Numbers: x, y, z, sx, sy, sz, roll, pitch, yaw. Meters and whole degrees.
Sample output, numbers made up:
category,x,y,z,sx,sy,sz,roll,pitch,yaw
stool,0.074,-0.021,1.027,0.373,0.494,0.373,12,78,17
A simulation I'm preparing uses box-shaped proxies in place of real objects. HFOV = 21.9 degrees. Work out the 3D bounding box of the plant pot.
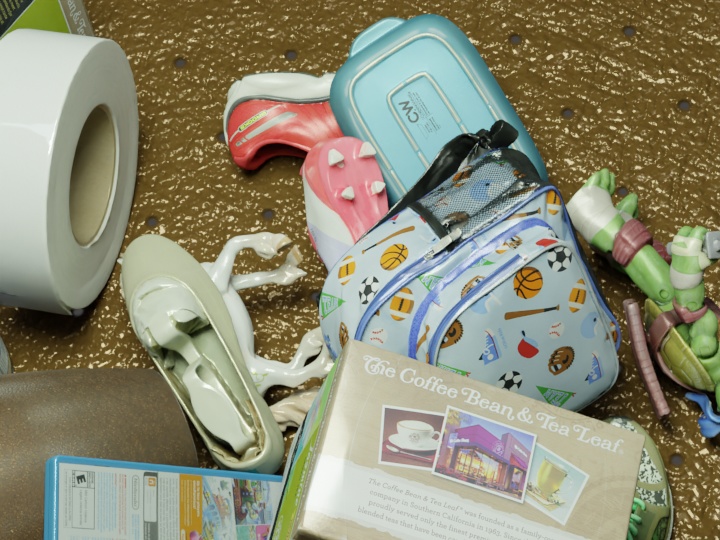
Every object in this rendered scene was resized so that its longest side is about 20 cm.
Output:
category,x,y,z,sx,sy,sz,roll,pitch,yaw
plant pot,-0.218,0.144,1.280,0.198,0.188,0.188,-20,60,-22

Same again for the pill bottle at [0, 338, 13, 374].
category,x,y,z,sx,sy,sz,roll,pitch,yaw
pill bottle,-0.321,0.043,1.319,0.110,0.201,0.113,-3,61,5

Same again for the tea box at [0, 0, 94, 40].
category,x,y,z,sx,sy,sz,roll,pitch,yaw
tea box,-0.322,-0.179,1.433,0.133,0.201,0.197,31,67,21

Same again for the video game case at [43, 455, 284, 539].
category,x,y,z,sx,sy,sz,roll,pitch,yaw
video game case,-0.116,0.202,1.232,0.198,0.018,0.145,10,69,-33

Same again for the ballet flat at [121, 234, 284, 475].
category,x,y,z,sx,sy,sz,roll,pitch,yaw
ballet flat,-0.117,0.059,1.312,0.069,0.070,0.201,-30,79,-11

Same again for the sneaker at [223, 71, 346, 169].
category,x,y,z,sx,sy,sz,roll,pitch,yaw
sneaker,-0.008,-0.107,1.456,0.197,0.077,0.086,-2,80,7

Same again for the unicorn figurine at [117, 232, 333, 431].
category,x,y,z,sx,sy,sz,roll,pitch,yaw
unicorn figurine,-0.098,0.032,1.372,0.136,0.074,0.202,-25,67,4

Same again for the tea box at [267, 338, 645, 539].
category,x,y,z,sx,sy,sz,roll,pitch,yaw
tea box,0.050,0.164,1.191,0.198,0.197,0.135,18,62,-4

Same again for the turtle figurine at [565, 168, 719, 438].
category,x,y,z,sx,sy,sz,roll,pitch,yaw
turtle figurine,0.251,-0.005,1.325,0.143,0.201,0.194,-14,49,-42

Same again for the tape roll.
category,x,y,z,sx,sy,sz,roll,pitch,yaw
tape roll,-0.227,-0.073,1.375,0.070,0.203,0.204,8,62,9

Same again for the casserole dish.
category,x,y,z,sx,sy,sz,roll,pitch,yaw
casserole dish,0.059,-0.099,1.401,0.120,0.039,0.201,-32,90,2

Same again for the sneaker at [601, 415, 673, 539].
category,x,y,z,sx,sy,sz,roll,pitch,yaw
sneaker,0.172,0.184,1.255,0.076,0.089,0.202,4,61,8

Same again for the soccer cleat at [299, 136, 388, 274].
category,x,y,z,sx,sy,sz,roll,pitch,yaw
soccer cleat,0.000,0.000,1.385,0.066,0.076,0.202,-12,85,-26

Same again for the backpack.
category,x,y,z,sx,sy,sz,roll,pitch,yaw
backpack,0.073,0.036,1.279,0.189,0.201,0.154,-29,30,-1
